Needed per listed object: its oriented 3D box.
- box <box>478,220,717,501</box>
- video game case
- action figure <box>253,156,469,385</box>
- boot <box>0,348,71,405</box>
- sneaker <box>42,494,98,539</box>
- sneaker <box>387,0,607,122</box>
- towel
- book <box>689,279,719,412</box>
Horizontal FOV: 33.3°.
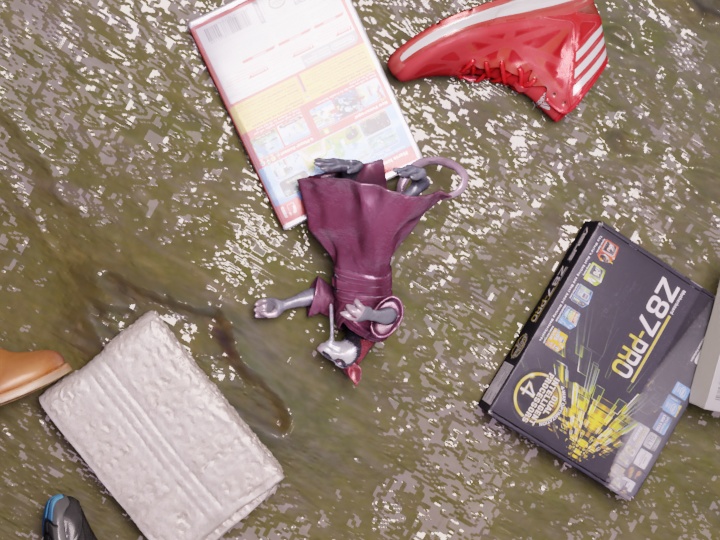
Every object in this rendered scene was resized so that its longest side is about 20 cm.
[{"bbox_3d":[0.224,0.081,1.094,0.160,0.049,0.201,32,88,-9],"label":"box"},{"bbox_3d":[-0.048,-0.157,1.073,0.142,0.017,0.202,-26,94,-4],"label":"video game case"},{"bbox_3d":[0.000,0.000,1.057,0.148,0.133,0.202,-17,118,-42],"label":"action figure"},{"bbox_3d":[-0.356,0.046,1.025,0.197,0.074,0.157,-11,89,-8],"label":"boot"},{"bbox_3d":[-0.219,0.283,1.055,0.081,0.073,0.202,-22,100,-21],"label":"sneaker"},{"bbox_3d":[0.130,-0.177,1.062,0.198,0.078,0.117,-21,93,-3],"label":"sneaker"},{"bbox_3d":[-0.172,0.150,1.065,0.132,0.034,0.201,-38,94,-5],"label":"towel"},{"bbox_3d":[0.404,0.076,1.091,0.198,0.048,0.135,13,96,-19],"label":"book"}]
